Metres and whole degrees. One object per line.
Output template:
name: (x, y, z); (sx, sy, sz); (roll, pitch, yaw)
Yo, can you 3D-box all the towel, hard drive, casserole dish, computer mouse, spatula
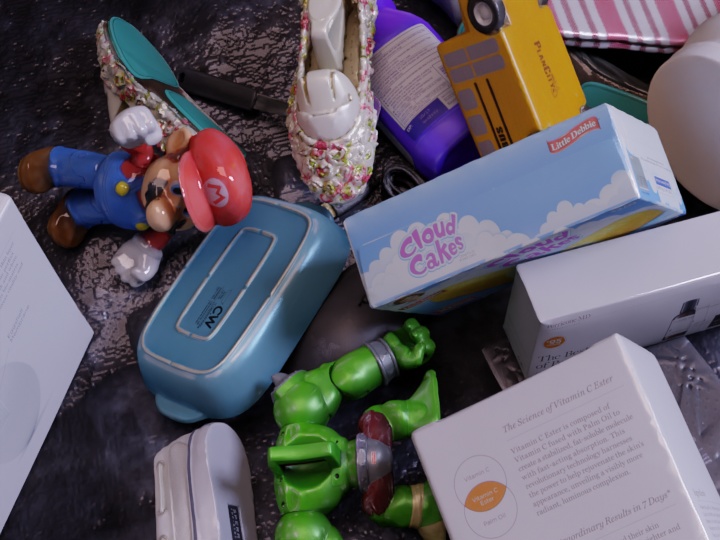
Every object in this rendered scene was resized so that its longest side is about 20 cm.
towel: (0.201, -0.224, 1.166); (0.198, 0.030, 0.147); (1, 51, -16)
hard drive: (0.188, 0.108, 1.029); (0.134, 0.042, 0.201); (-30, 63, -10)
casserole dish: (-0.091, 0.019, 1.090); (0.120, 0.039, 0.201); (16, 65, 37)
computer mouse: (0.000, 0.000, 1.105); (0.200, 0.046, 0.140); (-40, 66, -14)
spatula: (-0.075, -0.133, 1.181); (0.198, 0.020, 0.057); (18, 91, 32)

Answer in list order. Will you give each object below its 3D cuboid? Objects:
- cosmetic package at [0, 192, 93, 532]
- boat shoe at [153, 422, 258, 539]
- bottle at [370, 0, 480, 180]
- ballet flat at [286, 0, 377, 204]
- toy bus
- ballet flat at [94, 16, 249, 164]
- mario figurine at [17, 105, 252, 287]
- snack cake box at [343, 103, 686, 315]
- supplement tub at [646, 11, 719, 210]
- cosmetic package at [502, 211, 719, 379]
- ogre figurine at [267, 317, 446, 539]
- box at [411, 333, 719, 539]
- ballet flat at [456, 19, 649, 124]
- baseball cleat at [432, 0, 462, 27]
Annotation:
cosmetic package: (-0.300, 0.068, 1.016); (0.122, 0.201, 0.201); (15, 64, 14)
boat shoe: (-0.111, 0.206, 1.005); (0.069, 0.071, 0.202); (-22, 62, 26)
bottle: (0.029, -0.160, 1.176); (0.083, 0.065, 0.200); (-37, 64, -7)
ballet flat: (-0.025, -0.151, 1.107); (0.075, 0.064, 0.202); (-6, 70, 13)
toy bus: (0.117, -0.126, 1.078); (0.065, 0.078, 0.202); (-31, 102, -39)
ballet flat: (-0.166, -0.124, 1.182); (0.064, 0.075, 0.200); (-51, 58, 17)
mario figurine: (-0.169, -0.053, 1.087); (0.198, 0.123, 0.107); (-3, 73, 34)
snack cake box: (0.104, -0.036, 0.993); (0.199, 0.115, 0.068); (-23, 78, 25)
supplement tub: (0.319, -0.142, 1.072); (0.199, 0.141, 0.140); (-33, 63, -27)
cosmetic package: (0.201, 0.012, 1.010); (0.198, 0.083, 0.051); (-15, 58, -10)
ogre figurine: (-0.002, 0.132, 1.004); (0.118, 0.098, 0.203); (-1, 84, -1)
box: (0.147, 0.166, 0.925); (0.151, 0.106, 0.202); (-27, 70, 18)
ballet flat: (0.166, -0.143, 1.155); (0.199, 0.068, 0.068); (33, 113, 11)
baseball cleat: (0.034, -0.261, 1.237); (0.105, 0.070, 0.201); (-23, 52, 2)
